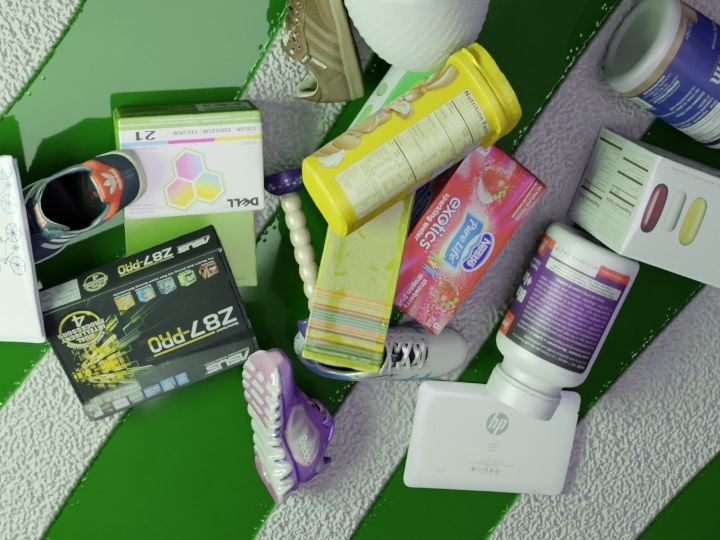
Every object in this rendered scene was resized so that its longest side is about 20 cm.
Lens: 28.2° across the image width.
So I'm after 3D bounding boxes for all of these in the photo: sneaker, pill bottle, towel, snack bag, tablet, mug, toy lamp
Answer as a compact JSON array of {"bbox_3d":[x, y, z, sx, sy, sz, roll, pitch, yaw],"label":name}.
[{"bbox_3d":[-0.305,-0.057,1.405,0.199,0.084,0.075,-29,94,27],"label":"sneaker"},{"bbox_3d":[0.217,0.058,1.582,0.110,0.111,0.202,22,100,-18],"label":"pill bottle"},{"bbox_3d":[-0.047,-0.242,1.423,0.075,0.071,0.201,-11,135,5],"label":"sneaker"},{"bbox_3d":[0.000,0.000,1.461,0.085,0.018,0.203,10,95,-14],"label":"towel"},{"bbox_3d":[0.371,-0.202,1.540,0.199,0.116,0.117,27,99,-20],"label":"pill bottle"},{"bbox_3d":[-0.072,0.158,1.551,0.088,0.081,0.202,-19,131,-17],"label":"sneaker"},{"bbox_3d":[-0.409,-0.019,1.411,0.198,0.021,0.191,0,107,19],"label":"snack bag"},{"bbox_3d":[0.153,0.195,1.660,0.197,0.014,0.132,5,104,-15],"label":"tablet"},{"bbox_3d":[0.045,-0.296,1.386,0.146,0.176,0.202,-24,66,-1],"label":"mug"},{"bbox_3d":[0.026,0.092,1.569,0.197,0.072,0.073,3,104,-15],"label":"sneaker"},{"bbox_3d":[-0.053,-0.004,1.498,0.058,0.058,0.202,-13,90,-9],"label":"toy lamp"}]

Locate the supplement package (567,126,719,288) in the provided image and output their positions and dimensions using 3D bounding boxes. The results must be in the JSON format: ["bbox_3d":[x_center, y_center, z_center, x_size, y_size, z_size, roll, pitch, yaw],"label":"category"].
[{"bbox_3d":[0.355,-0.059,1.556,0.198,0.156,0.112,17,102,-18],"label":"supplement package"}]

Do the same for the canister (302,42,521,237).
[{"bbox_3d":[0.045,-0.120,1.377,0.199,0.149,0.087,-34,87,-5],"label":"canister"}]

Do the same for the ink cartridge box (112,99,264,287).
[{"bbox_3d":[-0.172,-0.067,1.472,0.146,0.076,0.203,-5,106,-12],"label":"ink cartridge box"}]

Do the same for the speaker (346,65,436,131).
[{"bbox_3d":[0.037,-0.147,1.495,0.088,0.088,0.201,33,96,-20],"label":"speaker"}]

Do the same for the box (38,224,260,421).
[{"bbox_3d":[-0.218,0.056,1.484,0.198,0.049,0.162,-20,133,-5],"label":"box"}]

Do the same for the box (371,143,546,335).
[{"bbox_3d":[0.093,-0.047,1.530,0.099,0.096,0.201,35,96,-21],"label":"box"}]
